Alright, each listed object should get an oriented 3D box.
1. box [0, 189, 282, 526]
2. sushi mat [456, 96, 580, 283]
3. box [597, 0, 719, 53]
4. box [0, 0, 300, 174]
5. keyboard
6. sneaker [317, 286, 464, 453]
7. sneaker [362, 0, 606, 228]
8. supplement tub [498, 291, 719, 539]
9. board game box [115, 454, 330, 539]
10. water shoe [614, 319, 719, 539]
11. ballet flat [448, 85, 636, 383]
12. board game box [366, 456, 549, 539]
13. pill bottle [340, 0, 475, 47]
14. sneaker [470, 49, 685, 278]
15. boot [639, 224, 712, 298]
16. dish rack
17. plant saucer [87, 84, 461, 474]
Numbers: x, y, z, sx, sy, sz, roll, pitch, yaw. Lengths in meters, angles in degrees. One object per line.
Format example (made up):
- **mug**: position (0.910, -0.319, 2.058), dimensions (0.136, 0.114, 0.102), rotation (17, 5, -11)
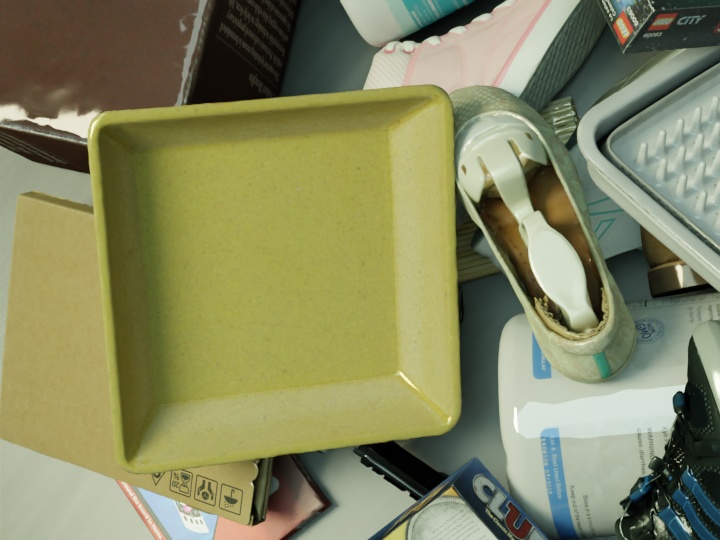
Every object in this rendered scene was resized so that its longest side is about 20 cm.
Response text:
- **box**: position (-0.135, 0.051, 1.029), dimensions (0.199, 0.021, 0.165), rotation (15, 105, 28)
- **sushi mat**: position (0.049, -0.037, 1.053), dimensions (0.199, 0.012, 0.096), rotation (-15, 79, 11)
- **box**: position (0.209, -0.194, 0.950), dimensions (0.199, 0.038, 0.137), rotation (-8, 63, -26)
- **box**: position (-0.139, -0.162, 1.031), dimensions (0.163, 0.166, 0.201), rotation (13, 85, 13)
- **keyboard**: position (0.080, 0.167, 0.976), dimensions (0.199, 0.104, 0.040), rotation (35, 95, 12)
- **sneaker**: position (0.000, 0.000, 1.024), dimensions (0.115, 0.076, 0.202), rotation (-15, 91, 1)
- **sneaker**: position (0.069, -0.131, 1.023), dimensions (0.104, 0.075, 0.201), rotation (34, 85, 21)
- **supplement tub**: position (0.183, 0.080, 0.948), dimensions (0.198, 0.132, 0.133), rotation (-6, 82, 12)
- **board game box**: position (-0.117, 0.099, 1.070), dimensions (0.103, 0.019, 0.200), rotation (-38, 77, 5)
- **water shoe**: position (0.168, 0.122, 0.857), dimensions (0.078, 0.072, 0.201), rotation (-6, 114, 9)
- **ballet flat**: position (0.094, -0.033, 0.911), dimensions (0.067, 0.062, 0.201), rotation (-29, 63, 4)
- **board game box**: position (0.041, 0.210, 0.949), dimensions (0.136, 0.035, 0.200), rotation (48, 127, 1)
- **pill bottle**: position (0.070, -0.226, 1.021), dimensions (0.199, 0.111, 0.111), rotation (-27, 78, 8)
- **sneaker**: position (0.158, -0.060, 1.002), dimensions (0.080, 0.070, 0.200), rotation (45, 85, -3)
- **boot**: position (0.255, -0.040, 0.958), dimensions (0.198, 0.074, 0.076), rotation (-10, 82, -7)
- **dish rack**: position (0.230, -0.041, 0.902), dimensions (0.171, 0.044, 0.200), rotation (-32, 60, -25)
- **plant saucer**: position (-0.047, 0.000, 0.934), dimensions (0.198, 0.048, 0.202), rotation (-6, 105, -13)
